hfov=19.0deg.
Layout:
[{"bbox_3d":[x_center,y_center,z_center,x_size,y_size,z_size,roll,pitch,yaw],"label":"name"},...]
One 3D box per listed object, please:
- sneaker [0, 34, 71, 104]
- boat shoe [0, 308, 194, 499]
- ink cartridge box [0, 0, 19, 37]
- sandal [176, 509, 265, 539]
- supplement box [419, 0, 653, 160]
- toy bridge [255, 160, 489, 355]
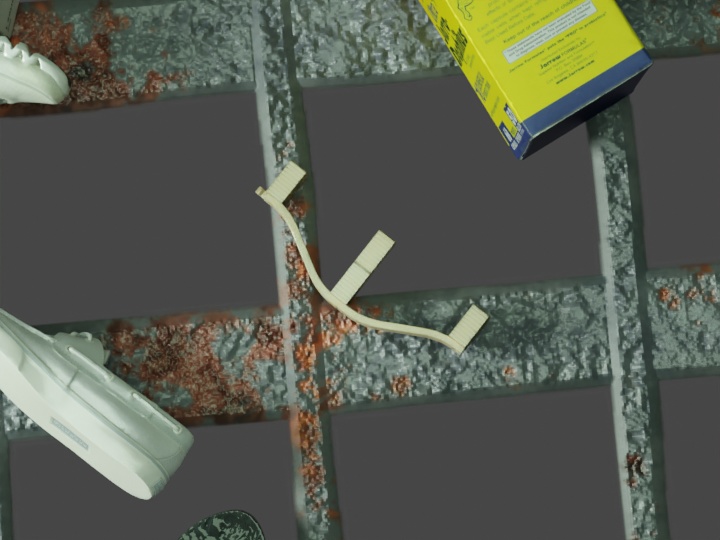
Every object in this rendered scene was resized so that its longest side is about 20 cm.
[{"bbox_3d":[-0.316,-0.140,1.615,0.199,0.075,0.081,9,77,8],"label":"sneaker"},{"bbox_3d":[-0.210,0.083,1.600,0.200,0.072,0.069,37,63,10],"label":"boat shoe"},{"bbox_3d":[-0.353,-0.265,1.624,0.199,0.084,0.145,12,84,0],"label":"ink cartridge box"},{"bbox_3d":[-0.144,0.260,1.587,0.200,0.048,0.075,-45,86,-4],"label":"sandal"},{"bbox_3d":[0.115,-0.200,1.609,0.109,0.109,0.200,-31,85,-4],"label":"supplement box"},{"bbox_3d":[0.000,0.000,1.627,0.200,0.027,0.067,38,86,4],"label":"toy bridge"}]
